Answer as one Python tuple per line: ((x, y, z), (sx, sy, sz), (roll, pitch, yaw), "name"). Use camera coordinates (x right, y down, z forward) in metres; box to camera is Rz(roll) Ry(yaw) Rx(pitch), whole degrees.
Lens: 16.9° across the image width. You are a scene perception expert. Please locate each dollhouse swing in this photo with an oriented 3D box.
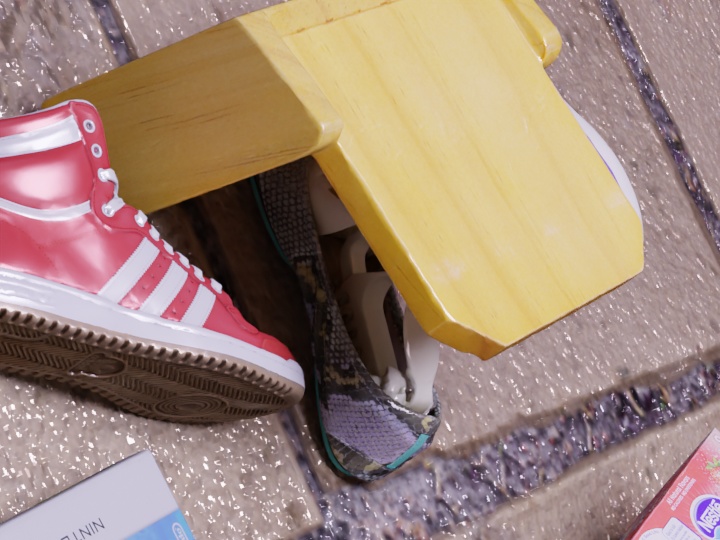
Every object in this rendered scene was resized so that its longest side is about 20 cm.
((0.000, -0.040, 1.124), (0.200, 0.181, 0.176), (-26, 96, -52), "dollhouse swing")

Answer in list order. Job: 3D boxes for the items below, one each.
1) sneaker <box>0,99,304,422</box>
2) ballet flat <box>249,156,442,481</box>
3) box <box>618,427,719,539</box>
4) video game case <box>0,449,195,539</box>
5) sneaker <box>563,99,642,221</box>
((-0.104, -0.004, 1.048), (0.200, 0.071, 0.113), (21, 54, -41), "sneaker")
((0.000, 0.000, 1.182), (0.072, 0.072, 0.201), (9, 59, -49), "ballet flat")
((0.162, 0.174, 1.207), (0.103, 0.095, 0.200), (40, 29, 6), "box")
((-0.102, 0.190, 0.936), (0.181, 0.045, 0.200), (-26, 88, -55), "video game case")
((0.060, -0.048, 1.296), (0.200, 0.080, 0.146), (57, 42, -12), "sneaker")
